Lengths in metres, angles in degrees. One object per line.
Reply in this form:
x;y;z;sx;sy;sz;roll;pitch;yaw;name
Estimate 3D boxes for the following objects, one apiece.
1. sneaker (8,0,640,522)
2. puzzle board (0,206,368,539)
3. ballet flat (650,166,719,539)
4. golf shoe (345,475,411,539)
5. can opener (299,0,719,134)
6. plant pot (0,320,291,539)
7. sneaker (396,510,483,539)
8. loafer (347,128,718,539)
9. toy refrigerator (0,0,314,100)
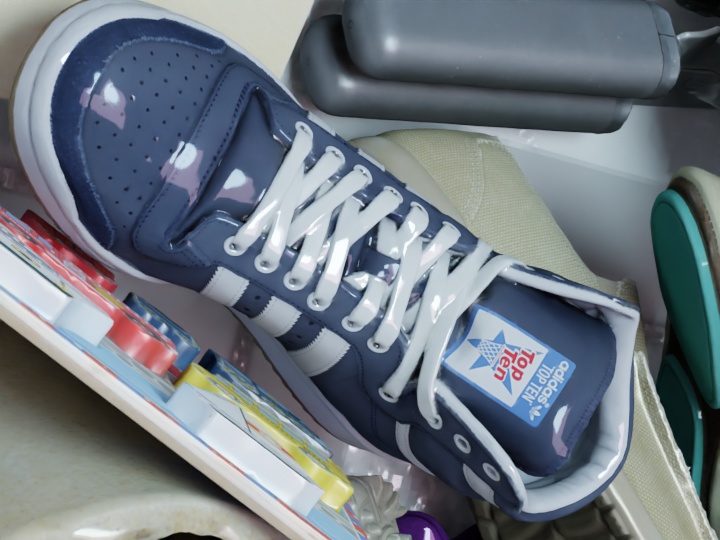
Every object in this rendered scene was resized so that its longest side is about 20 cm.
0.000;0.000;0.791;0.200;0.108;0.070;43;75;-43;sneaker
-0.077;0.006;0.773;0.200;0.151;0.017;38;91;-11;puzzle board
0.124;0.023;0.937;0.069;0.069;0.200;-40;157;-19;ballet flat
-0.035;0.154;0.896;0.078;0.097;0.201;-22;121;-66;golf shoe
0.072;-0.081;0.951;0.199;0.053;0.067;2;67;-32;can opener
-0.097;0.105;0.796;0.199;0.183;0.202;-7;104;-30;plant pot
0.082;0.112;0.976;0.199;0.074;0.088;5;92;-32;sneaker
0.062;0.037;0.918;0.068;0.076;0.201;-33;93;-35;loafer
-0.113;-0.098;0.799;0.199;0.070;0.076;11;115;-30;toy refrigerator
